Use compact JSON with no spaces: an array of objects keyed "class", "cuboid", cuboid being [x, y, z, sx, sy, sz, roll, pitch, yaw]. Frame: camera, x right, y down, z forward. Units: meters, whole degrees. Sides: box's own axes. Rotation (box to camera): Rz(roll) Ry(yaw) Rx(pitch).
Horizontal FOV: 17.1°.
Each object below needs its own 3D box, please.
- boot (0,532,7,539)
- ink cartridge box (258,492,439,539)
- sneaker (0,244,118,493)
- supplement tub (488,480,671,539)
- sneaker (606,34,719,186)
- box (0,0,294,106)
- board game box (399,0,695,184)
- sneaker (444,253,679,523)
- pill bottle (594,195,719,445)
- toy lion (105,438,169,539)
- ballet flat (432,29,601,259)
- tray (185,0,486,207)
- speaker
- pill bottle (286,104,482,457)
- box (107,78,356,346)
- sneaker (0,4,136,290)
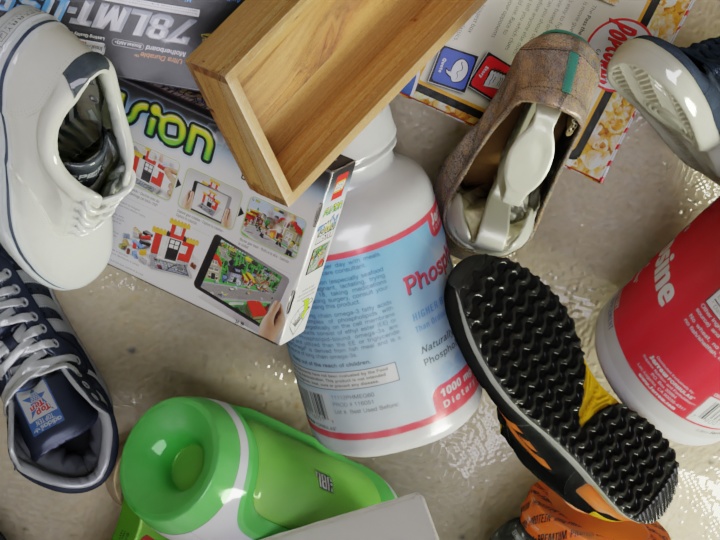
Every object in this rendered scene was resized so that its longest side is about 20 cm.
[{"class":"boot","cuboid":[-0.292,0.196,1.467,0.164,0.066,0.200,-32,116,5]},{"class":"ink cartridge box","cuboid":[0.001,0.248,1.413,0.125,0.129,0.200,-16,146,-7]},{"class":"sneaker","cuboid":[-0.203,0.042,1.395,0.070,0.109,0.200,-32,112,3]},{"class":"supplement tub","cuboid":[0.117,0.242,1.515,0.122,0.123,0.201,16,106,-15]},{"class":"sneaker","cuboid":[0.205,-0.112,1.389,0.075,0.200,0.085,38,92,24]},{"class":"box","cuboid":[-0.122,-0.203,1.275,0.199,0.050,0.200,9,106,-7]},{"class":"board game box","cuboid":[0.086,-0.159,1.403,0.199,0.046,0.152,23,104,-17]},{"class":"sneaker","cuboid":[0.100,0.077,1.424,0.200,0.090,0.070,49,59,-18]},{"class":"pill bottle","cuboid":[0.238,0.008,1.414,0.112,0.113,0.200,28,132,-18]},{"class":"toy lion","cuboid":[-0.115,0.231,1.486,0.192,0.069,0.201,38,78,-34]},{"class":"ballet flat","cuboid":[0.083,-0.053,1.385,0.068,0.067,0.200,13,139,-6]},{"class":"tray","cuboid":[-0.002,-0.140,1.288,0.200,0.037,0.099,-46,137,-21]},{"class":"speaker","cuboid":[-0.053,0.137,1.422,0.089,0.088,0.200,-49,141,10]},{"class":"pill bottle","cuboid":[0.000,0.000,1.414,0.108,0.109,0.201,-16,113,-3]},{"class":"box","cuboid":[-0.109,-0.049,1.360,0.199,0.035,0.111,25,112,16]},{"class":"sneaker","cuboid":[-0.156,-0.049,1.276,0.073,0.071,0.200,-42,150,-24]}]
